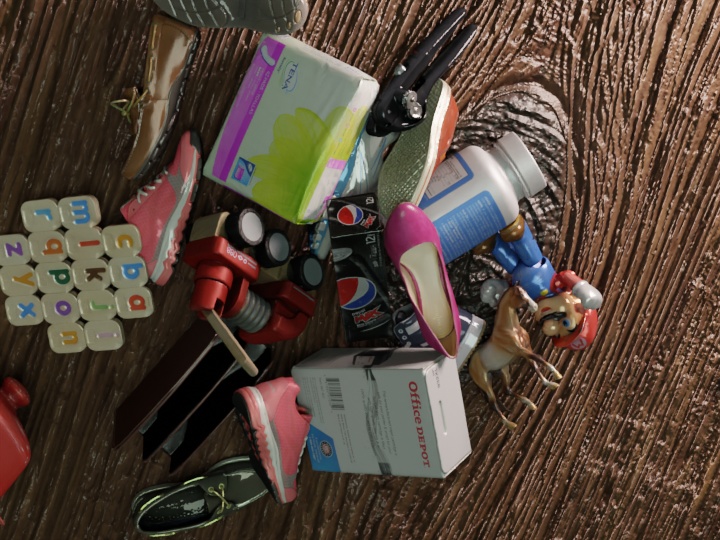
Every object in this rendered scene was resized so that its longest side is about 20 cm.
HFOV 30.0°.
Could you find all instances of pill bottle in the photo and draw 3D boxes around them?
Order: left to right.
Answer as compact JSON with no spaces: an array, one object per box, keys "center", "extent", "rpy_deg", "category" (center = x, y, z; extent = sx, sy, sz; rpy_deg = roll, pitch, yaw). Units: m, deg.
[{"center":[0.128,-0.085,1.683],"extent":[0.200,0.112,0.112],"rpy_deg":[-31,107,2],"category":"pill bottle"}]

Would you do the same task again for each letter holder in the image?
[{"center":[-0.209,0.159,1.687],"extent":[0.101,0.142,0.200],"rpy_deg":[40,96,-15],"category":"letter holder"}]

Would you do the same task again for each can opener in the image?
[{"center":[0.075,-0.245,1.636],"extent":[0.200,0.079,0.063],"rpy_deg":[-54,130,-16],"category":"can opener"}]

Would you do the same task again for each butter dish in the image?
[{"center":[-0.474,0.190,1.658],"extent":[0.148,0.199,0.200],"rpy_deg":[-41,109,-20],"category":"butter dish"}]

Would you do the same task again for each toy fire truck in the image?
[{"center":[-0.132,0.046,1.607],"extent":[0.176,0.129,0.200],"rpy_deg":[38,54,-40],"category":"toy fire truck"}]

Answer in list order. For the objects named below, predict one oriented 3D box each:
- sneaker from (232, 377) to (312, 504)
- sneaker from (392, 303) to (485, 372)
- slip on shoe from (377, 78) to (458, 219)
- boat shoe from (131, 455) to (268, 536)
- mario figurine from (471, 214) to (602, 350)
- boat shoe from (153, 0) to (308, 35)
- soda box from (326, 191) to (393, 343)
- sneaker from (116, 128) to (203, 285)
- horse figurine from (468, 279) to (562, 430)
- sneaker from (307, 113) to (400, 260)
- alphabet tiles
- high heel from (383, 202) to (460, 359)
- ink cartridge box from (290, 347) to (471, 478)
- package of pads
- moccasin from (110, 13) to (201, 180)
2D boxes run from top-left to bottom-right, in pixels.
[{"center":[-0.094,0.216,1.689],"extent":[0.087,0.074,0.200],"rpy_deg":[-25,132,-16],"category":"sneaker"},{"center":[0.067,0.124,1.755],"extent":[0.108,0.070,0.200],"rpy_deg":[30,101,-10],"category":"sneaker"},{"center":[0.076,-0.142,1.646],"extent":[0.061,0.074,0.200],"rpy_deg":[45,53,-41],"category":"slip on shoe"},{"center":[-0.203,0.301,1.768],"extent":[0.201,0.060,0.072],"rpy_deg":[-17,106,-3],"category":"boat shoe"},{"center":[0.228,0.029,1.727],"extent":[0.106,0.123,0.200],"rpy_deg":[-43,102,-8],"category":"mario figurine"},{"center":[-0.157,-0.327,1.605],"extent":[0.200,0.072,0.076],"rpy_deg":[16,115,2],"category":"boat shoe"},{"center":[0.000,0.000,1.662],"extent":[0.063,0.071,0.200],"rpy_deg":[-8,137,0],"category":"soda box"},{"center":[-0.249,-0.082,1.655],"extent":[0.087,0.074,0.200],"rpy_deg":[16,101,-8],"category":"sneaker"},{"center":[0.191,0.121,1.741],"extent":[0.050,0.200,0.133],"rpy_deg":[-26,70,-35],"category":"horse figurine"},{"center":[-0.005,-0.101,1.685],"extent":[0.087,0.075,0.200],"rpy_deg":[18,102,-18],"category":"sneaker"},{"center":[-0.357,0.005,1.671],"extent":[0.195,0.015,0.200],"rpy_deg":[-5,106,12],"category":"alphabet tiles"},{"center":[0.079,0.014,1.599],"extent":[0.067,0.096,0.200],"rpy_deg":[-19,131,-10],"category":"high heel"},{"center":[0.027,0.177,1.700],"extent":[0.200,0.084,0.145],"rpy_deg":[-2,106,33],"category":"ink cartridge box"},{"center":[-0.082,-0.170,1.624],"extent":[0.154,0.068,0.200],"rpy_deg":[28,102,19],"category":"package of pads"},{"center":[-0.255,-0.208,1.621],"extent":[0.078,0.074,0.202],"rpy_deg":[18,105,-2],"category":"moccasin"}]
